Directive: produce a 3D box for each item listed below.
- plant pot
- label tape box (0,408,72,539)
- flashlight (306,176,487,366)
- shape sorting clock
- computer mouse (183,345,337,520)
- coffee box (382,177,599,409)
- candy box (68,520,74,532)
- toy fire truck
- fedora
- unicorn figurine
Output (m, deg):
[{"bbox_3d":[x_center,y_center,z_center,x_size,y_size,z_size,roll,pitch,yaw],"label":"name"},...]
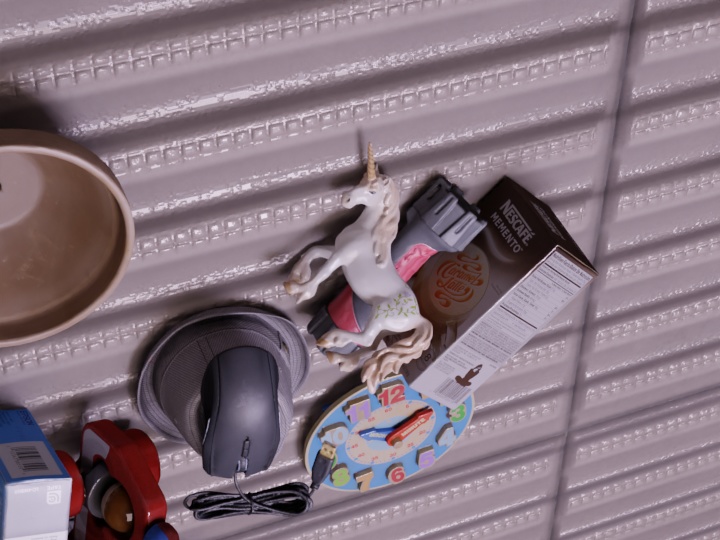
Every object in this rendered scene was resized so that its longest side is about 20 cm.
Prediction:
[{"bbox_3d":[-0.287,-0.041,1.080,0.201,0.093,0.201,-15,134,-16],"label":"plant pot"},{"bbox_3d":[-0.321,0.248,1.253,0.066,0.143,0.200,-4,112,-29],"label":"label tape box"},{"bbox_3d":[0.037,0.007,1.312,0.200,0.068,0.068,-44,138,16],"label":"flashlight"},{"bbox_3d":[0.033,0.177,1.489,0.200,0.039,0.200,-14,135,-15],"label":"shape sorting clock"},{"bbox_3d":[-0.084,0.162,1.272,0.140,0.046,0.200,2,120,-18],"label":"computer mouse"},{"bbox_3d":[0.118,0.023,1.336,0.200,0.114,0.080,-45,134,15],"label":"coffee box"},{"bbox_3d":[-0.368,0.327,1.403,0.200,0.061,0.136,2,128,-28],"label":"candy box"},{"bbox_3d":[-0.228,0.252,1.300,0.112,0.168,0.200,-12,123,-43],"label":"toy fire truck"},{"bbox_3d":[-0.122,0.129,1.325,0.177,0.090,0.200,-20,136,-9],"label":"fedora"},{"bbox_3d":[0.000,0.000,1.260,0.137,0.074,0.200,-31,99,3],"label":"unicorn figurine"}]
